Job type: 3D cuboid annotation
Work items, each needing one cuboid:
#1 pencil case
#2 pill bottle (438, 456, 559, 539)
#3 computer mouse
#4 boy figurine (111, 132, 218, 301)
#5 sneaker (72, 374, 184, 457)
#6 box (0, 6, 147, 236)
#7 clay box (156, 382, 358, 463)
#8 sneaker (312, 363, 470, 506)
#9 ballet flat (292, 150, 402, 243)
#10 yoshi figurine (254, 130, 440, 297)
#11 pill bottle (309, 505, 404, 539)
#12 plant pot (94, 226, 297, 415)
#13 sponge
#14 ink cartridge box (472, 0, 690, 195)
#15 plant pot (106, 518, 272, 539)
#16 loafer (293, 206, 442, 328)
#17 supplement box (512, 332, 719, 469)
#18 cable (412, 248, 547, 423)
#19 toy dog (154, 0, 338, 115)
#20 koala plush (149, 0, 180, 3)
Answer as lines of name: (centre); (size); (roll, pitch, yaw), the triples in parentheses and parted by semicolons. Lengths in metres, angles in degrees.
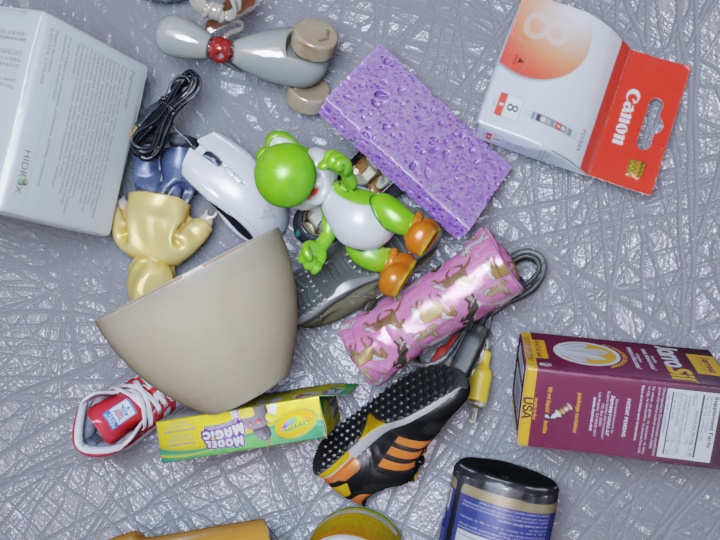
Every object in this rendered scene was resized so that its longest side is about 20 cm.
pencil case: (0.071, 0.039, 0.876); (0.199, 0.087, 0.083); (-34, 57, 7)
pill bottle: (0.130, 0.304, 0.863); (0.111, 0.112, 0.202); (12, 89, 6)
computer mouse: (-0.149, -0.111, 0.910); (0.200, 0.044, 0.110); (44, 70, -15)
boy figurine: (-0.219, -0.052, 0.940); (0.123, 0.064, 0.202); (4, 89, 6)
sneaker: (-0.224, 0.127, 0.907); (0.200, 0.112, 0.071); (-44, 83, 3)
box: (-0.367, -0.158, 0.885); (0.197, 0.171, 0.202); (13, 88, 23)
clay box: (-0.101, 0.158, 0.892); (0.198, 0.115, 0.048); (-9, 88, 6)
sneaker: (0.047, 0.177, 0.891); (0.199, 0.070, 0.090); (-36, 112, 19)
ballet flat: (0.006, -0.099, 0.916); (0.200, 0.073, 0.073); (-41, 84, 3)
yoshi figurine: (-0.028, -0.061, 0.816); (0.199, 0.112, 0.113); (36, 73, 6)
pill bottle: (-0.012, 0.309, 0.833); (0.110, 0.200, 0.112); (0, 87, 6)
plant pot: (-0.141, 0.062, 0.835); (0.199, 0.200, 0.135); (-25, 96, 4)
sponge: (0.061, -0.137, 0.889); (0.200, 0.030, 0.112); (42, 56, -3)
ink cartridge box: (0.237, -0.186, 0.890); (0.198, 0.050, 0.163); (19, 78, 10)
plant pot: (-0.164, 0.348, 0.864); (0.182, 0.200, 0.202); (-19, 85, -11)
loafer: (0.000, 0.000, 0.915); (0.199, 0.070, 0.076); (-28, 64, 8)
supplement box: (0.258, 0.127, 0.849); (0.198, 0.110, 0.087); (5, 105, 6)
cable: (0.127, 0.060, 0.921); (0.097, 0.050, 0.201); (26, 78, 23)
toy dog: (-0.111, -0.253, 0.918); (0.199, 0.097, 0.132); (28, 132, -21)
koala plush: (-0.216, -0.397, 0.886); (0.176, 0.200, 0.185); (18, 90, 6)
